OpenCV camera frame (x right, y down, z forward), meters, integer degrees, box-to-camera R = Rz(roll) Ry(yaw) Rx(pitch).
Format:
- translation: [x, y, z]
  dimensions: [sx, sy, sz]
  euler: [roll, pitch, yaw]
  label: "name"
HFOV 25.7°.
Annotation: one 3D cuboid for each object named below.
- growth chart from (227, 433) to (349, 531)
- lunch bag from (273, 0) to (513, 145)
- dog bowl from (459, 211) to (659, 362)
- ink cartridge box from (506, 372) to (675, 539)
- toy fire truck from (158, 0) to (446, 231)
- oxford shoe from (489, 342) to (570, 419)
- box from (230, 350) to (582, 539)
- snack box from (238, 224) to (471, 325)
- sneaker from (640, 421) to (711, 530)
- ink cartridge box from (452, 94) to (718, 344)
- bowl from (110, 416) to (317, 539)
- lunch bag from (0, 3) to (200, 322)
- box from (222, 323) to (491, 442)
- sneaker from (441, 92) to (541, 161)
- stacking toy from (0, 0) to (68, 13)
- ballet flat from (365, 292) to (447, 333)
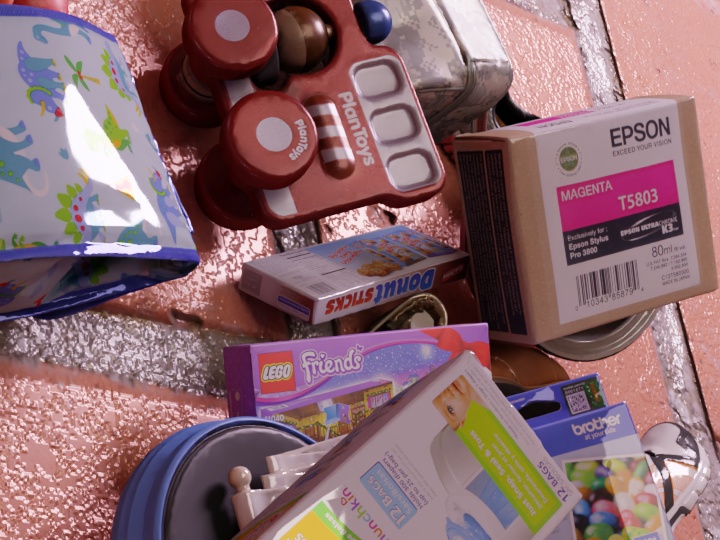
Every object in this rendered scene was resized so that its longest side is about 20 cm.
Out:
- translation: [0.011, 0.156, 0.950]
  dimensions: [0.200, 0.018, 0.145]
  euler: [-17, 76, -40]
  label: "growth chart"
- translation: [-0.001, -0.195, 1.254]
  dimensions: [0.168, 0.139, 0.200]
  euler: [-9, 72, -51]
  label: "lunch bag"
- translation: [0.170, -0.025, 1.337]
  dimensions: [0.200, 0.074, 0.200]
  euler: [-2, 93, -33]
  label: "dog bowl"
- translation: [0.157, 0.176, 1.144]
  dimensions: [0.119, 0.042, 0.200]
  euler: [-14, 71, -12]
  label: "ink cartridge box"
- translation: [-0.043, -0.127, 1.129]
  dimensions: [0.168, 0.112, 0.200]
  euler: [-15, 77, -22]
  label: "toy fire truck"
- translation: [0.098, 0.091, 1.252]
  dimensions: [0.200, 0.071, 0.071]
  euler: [6, 44, -54]
  label: "oxford shoe"
- translation: [0.011, 0.152, 0.872]
  dimensions: [0.113, 0.101, 0.200]
  euler: [53, 48, 0]
  label: "box"
- translation: [0.000, 0.000, 1.186]
  dimensions: [0.200, 0.072, 0.024]
  euler: [-15, 123, -52]
  label: "snack box"
- translation: [0.215, 0.172, 1.237]
  dimensions: [0.080, 0.074, 0.200]
  euler: [51, 37, -9]
  label: "sneaker"
- translation: [0.182, -0.043, 1.257]
  dimensions: [0.200, 0.075, 0.165]
  euler: [-15, 101, -30]
  label: "ink cartridge box"
- translation: [-0.055, 0.180, 0.930]
  dimensions: [0.201, 0.039, 0.201]
  euler: [27, 48, -34]
  label: "bowl"
- translation: [-0.204, -0.063, 0.943]
  dimensions: [0.200, 0.127, 0.170]
  euler: [-10, 74, -41]
  label: "lunch bag"
- translation: [0.006, 0.111, 1.073]
  dimensions: [0.200, 0.039, 0.137]
  euler: [-3, 88, -35]
  label: "box"
- translation: [0.146, -0.087, 1.400]
  dimensions: [0.200, 0.082, 0.078]
  euler: [51, 38, -12]
  label: "sneaker"
- translation: [-0.269, -0.195, 1.001]
  dimensions: [0.200, 0.085, 0.085]
  euler: [20, 52, -47]
  label: "stacking toy"
- translation: [0.009, 0.074, 1.149]
  dimensions: [0.069, 0.069, 0.200]
  euler: [54, 38, -8]
  label: "ballet flat"
